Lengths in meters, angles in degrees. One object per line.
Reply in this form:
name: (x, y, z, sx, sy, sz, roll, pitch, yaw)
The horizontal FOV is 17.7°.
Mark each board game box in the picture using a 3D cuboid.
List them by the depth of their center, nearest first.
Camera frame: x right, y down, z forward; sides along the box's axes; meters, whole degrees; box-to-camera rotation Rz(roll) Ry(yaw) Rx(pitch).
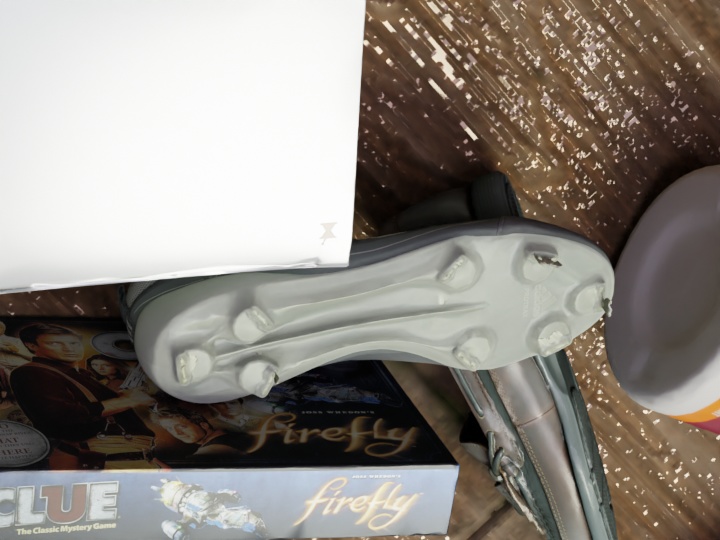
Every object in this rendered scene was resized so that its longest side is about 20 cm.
board game box: (-0.077, 0.062, 0.935, 0.200, 0.136, 0.035, 1, 114, -21)

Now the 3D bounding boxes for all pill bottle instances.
pill bottle: (0.221, 0.036, 1.044, 0.200, 0.114, 0.114, 20, 106, -27)

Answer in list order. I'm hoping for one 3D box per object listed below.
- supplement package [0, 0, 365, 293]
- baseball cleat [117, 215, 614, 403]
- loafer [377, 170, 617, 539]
supplement package: (-0.109, -0.084, 0.868, 0.200, 0.111, 0.156, -5, 116, -19)
baseball cleat: (0.000, 0.000, 0.949, 0.200, 0.106, 0.070, -6, 120, -17)
loafer: (0.064, 0.051, 1.031, 0.063, 0.072, 0.200, -15, 113, 9)
